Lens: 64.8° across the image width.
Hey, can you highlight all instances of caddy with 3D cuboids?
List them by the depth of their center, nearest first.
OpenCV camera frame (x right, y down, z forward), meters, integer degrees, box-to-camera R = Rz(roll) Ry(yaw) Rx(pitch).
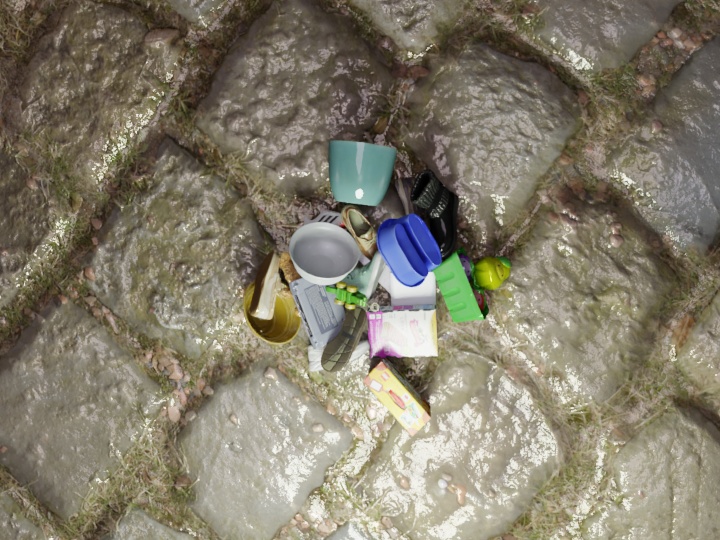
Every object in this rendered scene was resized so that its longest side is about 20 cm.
[{"bbox_3d":[0.128,-0.055,1.551,0.141,0.104,0.203,-35,97,-38],"label":"caddy"}]

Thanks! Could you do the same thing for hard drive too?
[{"bbox_3d":[0.153,0.103,1.638,0.128,0.026,0.206,-1,101,6],"label":"hard drive"}]

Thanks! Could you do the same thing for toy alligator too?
[{"bbox_3d":[-0.013,0.074,1.585,0.197,0.054,0.061,18,108,36],"label":"toy alligator"}]

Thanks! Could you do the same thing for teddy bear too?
[{"bbox_3d":[-0.175,0.032,1.665,0.142,0.066,0.206,0,81,-29],"label":"teddy bear"}]

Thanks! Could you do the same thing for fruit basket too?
[{"bbox_3d":[0.328,0.027,1.591,0.210,0.155,0.222,3,99,19],"label":"fruit basket"}]

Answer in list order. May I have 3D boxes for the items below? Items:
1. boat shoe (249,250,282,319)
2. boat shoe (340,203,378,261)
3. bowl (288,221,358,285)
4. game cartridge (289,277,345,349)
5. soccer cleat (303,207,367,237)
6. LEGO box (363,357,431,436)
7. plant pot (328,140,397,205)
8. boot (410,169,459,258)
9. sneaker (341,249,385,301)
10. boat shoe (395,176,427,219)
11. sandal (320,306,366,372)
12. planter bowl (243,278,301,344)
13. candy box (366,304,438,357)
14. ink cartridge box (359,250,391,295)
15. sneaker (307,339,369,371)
[{"bbox_3d":[-0.258,0.045,1.609,0.068,0.073,0.204,28,61,-31],"label":"boat shoe"},{"bbox_3d":[0.014,-0.098,1.606,0.075,0.074,0.201,-40,101,-1],"label":"boat shoe"},{"bbox_3d":[-0.108,-0.032,1.595,0.196,0.091,0.205,8,52,-10],"label":"bowl"},{"bbox_3d":[-0.113,0.106,1.629,0.131,0.041,0.204,-22,91,-32],"label":"game cartridge"},{"bbox_3d":[-0.076,-0.149,1.674,0.195,0.069,0.087,-16,81,7],"label":"soccer cleat"},{"bbox_3d":[0.105,0.347,1.598,0.077,0.149,0.200,-43,85,4],"label":"LEGO box"},{"bbox_3d":[-0.003,-0.271,1.608,0.195,0.201,0.165,8,97,6],"label":"plant pot"},{"bbox_3d":[0.201,-0.156,1.578,0.078,0.157,0.216,-9,66,37],"label":"boot"},{"bbox_3d":[0.000,0.000,1.617,0.117,0.074,0.203,32,132,11],"label":"sneaker"},{"bbox_3d":[0.161,-0.179,1.643,0.072,0.074,0.204,-19,88,6],"label":"boat shoe"},{"bbox_3d":[-0.040,0.198,1.601,0.081,0.055,0.203,25,86,24],"label":"sandal"},{"bbox_3d":[-0.274,0.129,1.658,0.083,0.199,0.204,-31,85,42],"label":"planter bowl"},{"bbox_3d":[0.121,0.172,1.611,0.194,0.061,0.140,-4,101,8],"label":"candy box"},{"bbox_3d":[0.056,-0.034,1.670,0.095,0.037,0.200,-43,84,4],"label":"ink cartridge box"},{"bbox_3d":[-0.069,0.225,1.659,0.195,0.078,0.102,-17,83,5],"label":"sneaker"}]
